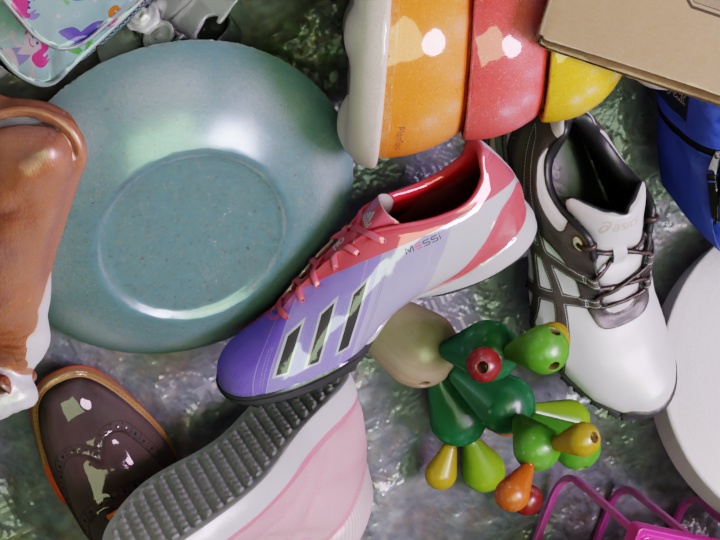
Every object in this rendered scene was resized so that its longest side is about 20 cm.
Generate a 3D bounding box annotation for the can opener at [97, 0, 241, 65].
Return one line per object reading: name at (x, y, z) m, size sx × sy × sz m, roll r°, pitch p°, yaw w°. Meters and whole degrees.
can opener at (-0.060, -0.166, 1.109) m, size 0.200 × 0.053 × 0.066 m, roll -46°, pitch 146°, yaw 1°

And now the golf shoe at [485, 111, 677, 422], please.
golf shoe at (0.133, -0.004, 1.169) m, size 0.078 × 0.094 × 0.200 m, roll -27°, pitch 97°, yaw -16°

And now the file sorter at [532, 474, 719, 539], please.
file sorter at (0.206, 0.217, 1.271) m, size 0.200 × 0.125 × 0.139 m, roll 15°, pitch 101°, yaw -23°

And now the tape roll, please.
tape roll at (0.274, 0.064, 1.245) m, size 0.203 × 0.037 × 0.203 m, roll 1°, pitch 81°, yaw -6°

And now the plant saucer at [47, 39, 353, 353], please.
plant saucer at (-0.094, -0.027, 1.112) m, size 0.201 × 0.039 × 0.201 m, roll -10°, pitch 125°, yaw -15°

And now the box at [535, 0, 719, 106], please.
box at (0.193, -0.183, 1.048) m, size 0.163 × 0.021 × 0.200 m, roll 18°, pitch 80°, yaw -3°

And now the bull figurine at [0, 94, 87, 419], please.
bull figurine at (-0.202, -0.012, 1.060) m, size 0.121 × 0.065 × 0.200 m, roll 24°, pitch 121°, yaw 1°

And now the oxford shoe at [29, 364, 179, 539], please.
oxford shoe at (-0.122, 0.142, 1.167) m, size 0.071 × 0.073 × 0.200 m, roll -31°, pitch 114°, yaw -6°

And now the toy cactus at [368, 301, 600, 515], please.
toy cactus at (0.059, 0.073, 1.180) m, size 0.165 × 0.200 × 0.102 m, roll 34°, pitch 74°, yaw 11°

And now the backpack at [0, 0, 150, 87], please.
backpack at (-0.141, -0.211, 1.013) m, size 0.200 × 0.151 × 0.178 m, roll -42°, pitch 111°, yaw -6°

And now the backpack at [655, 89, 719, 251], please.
backpack at (0.252, -0.110, 1.146) m, size 0.168 × 0.163 × 0.200 m, roll -14°, pitch 122°, yaw -15°

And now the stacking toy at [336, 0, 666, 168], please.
stacking toy at (0.090, -0.121, 1.091) m, size 0.200 × 0.146 × 0.146 m, roll 4°, pitch 106°, yaw -2°

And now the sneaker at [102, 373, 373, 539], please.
sneaker at (-0.057, 0.143, 1.149) m, size 0.200 × 0.075 × 0.105 m, roll -39°, pitch 124°, yaw -45°

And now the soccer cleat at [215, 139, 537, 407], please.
soccer cleat at (0.000, 0.000, 1.127) m, size 0.200 × 0.068 × 0.073 m, roll -31°, pitch 131°, yaw -3°
